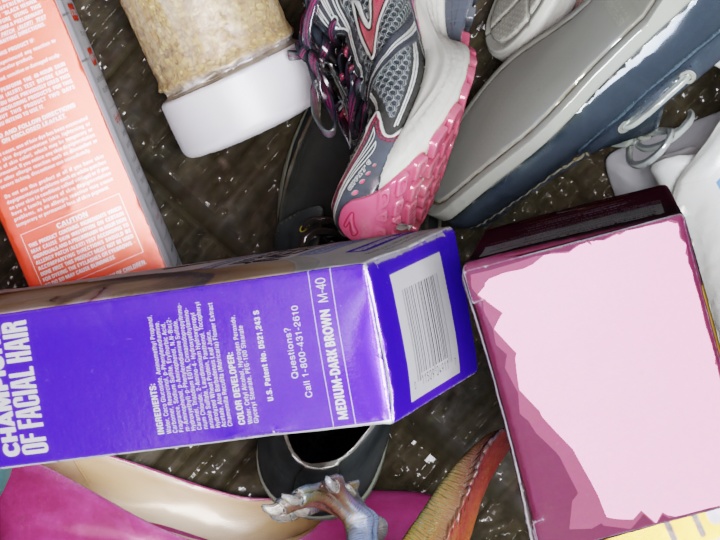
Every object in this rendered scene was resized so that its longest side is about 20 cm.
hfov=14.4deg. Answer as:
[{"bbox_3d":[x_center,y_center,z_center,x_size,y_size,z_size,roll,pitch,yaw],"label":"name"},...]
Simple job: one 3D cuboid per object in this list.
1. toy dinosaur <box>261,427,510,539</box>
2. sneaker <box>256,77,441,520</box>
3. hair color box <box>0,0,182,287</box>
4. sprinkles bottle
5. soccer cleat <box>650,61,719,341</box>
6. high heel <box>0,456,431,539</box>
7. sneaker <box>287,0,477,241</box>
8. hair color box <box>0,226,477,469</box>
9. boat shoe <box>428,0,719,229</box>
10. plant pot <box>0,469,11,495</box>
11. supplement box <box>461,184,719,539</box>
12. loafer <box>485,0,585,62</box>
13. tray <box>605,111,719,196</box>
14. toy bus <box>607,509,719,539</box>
[{"bbox_3d":[0.011,0.169,1.097,0.199,0.105,0.183,-18,82,-14],"label":"toy dinosaur"},{"bbox_3d":[0.000,0.000,1.198,0.074,0.106,0.201,6,76,-3],"label":"sneaker"},{"bbox_3d":[-0.135,-0.067,1.203,0.061,0.102,0.201,-22,96,-1],"label":"hair color box"},{"bbox_3d":[-0.085,-0.151,1.215,0.068,0.068,0.201,-24,96,-1],"label":"sprinkles bottle"},{"bbox_3d":[0.166,-0.010,1.231,0.086,0.070,0.202,5,90,6],"label":"soccer cleat"},{"bbox_3d":[-0.064,0.099,1.242,0.199,0.067,0.097,-10,107,10],"label":"high heel"},{"bbox_3d":[0.005,-0.083,1.181,0.074,0.201,0.081,14,132,-7],"label":"sneaker"},{"bbox_3d":[-0.067,0.031,1.083,0.199,0.109,0.065,-9,95,20],"label":"hair color box"},{"bbox_3d":[0.109,-0.084,1.189,0.062,0.075,0.200,35,106,-29],"label":"boat shoe"},{"bbox_3d":[-0.257,0.103,1.134,0.199,0.161,0.201,9,135,10],"label":"plant pot"},{"bbox_3d":[0.096,0.033,1.112,0.085,0.200,0.111,-14,93,5],"label":"supplement box"},{"bbox_3d":[0.129,-0.168,1.236,0.063,0.072,0.201,28,100,-23],"label":"loafer"},{"bbox_3d":[0.192,0.024,1.275,0.107,0.022,0.201,-21,97,-3],"label":"tray"},{"bbox_3d":[0.131,0.093,1.251,0.078,0.065,0.201,-25,94,4],"label":"toy bus"}]
